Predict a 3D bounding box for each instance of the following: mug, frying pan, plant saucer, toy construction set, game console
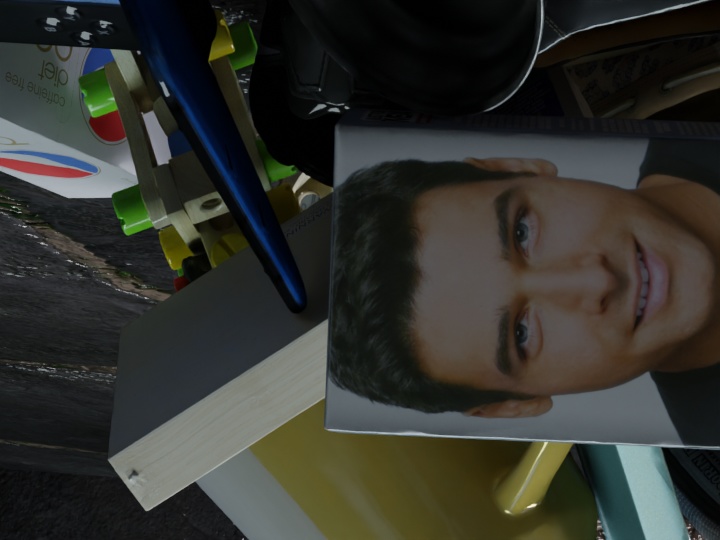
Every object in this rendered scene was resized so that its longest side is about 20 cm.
[{"bbox_3d":[0.015,0.078,1.098,0.149,0.153,0.187,-34,165,-3],"label":"mug"},{"bbox_3d":[0.019,-0.127,0.817,0.115,0.031,0.190,35,140,22],"label":"frying pan"},{"bbox_3d":[0.093,0.052,1.062,0.019,0.200,0.070,-27,-146,-8],"label":"plant saucer"},{"bbox_3d":[-0.055,-0.040,1.142,0.092,0.131,0.200,-25,163,15],"label":"toy construction set"},{"bbox_3d":[-0.108,-0.077,0.890,0.170,0.119,0.200,4,159,13],"label":"game console"}]

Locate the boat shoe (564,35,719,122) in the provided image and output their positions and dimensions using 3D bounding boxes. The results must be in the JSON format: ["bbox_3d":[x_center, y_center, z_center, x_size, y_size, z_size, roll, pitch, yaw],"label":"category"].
[{"bbox_3d":[0.141,-0.067,1.015,0.073,0.063,0.200,15,167,-35],"label":"boat shoe"}]

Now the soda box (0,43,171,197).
[{"bbox_3d":[-0.146,-0.081,1.131,0.068,0.064,0.200,1,169,30],"label":"soda box"}]

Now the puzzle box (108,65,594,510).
[{"bbox_3d":[0.000,0.000,0.982,0.200,0.025,0.133,-32,-164,8],"label":"puzzle box"}]

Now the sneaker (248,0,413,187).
[{"bbox_3d":[-0.003,-0.072,0.992,0.071,0.098,0.200,4,171,3],"label":"sneaker"}]

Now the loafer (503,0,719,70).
[{"bbox_3d":[0.141,-0.091,0.851,0.199,0.073,0.073,3,169,17],"label":"loafer"}]

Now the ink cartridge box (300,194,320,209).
[{"bbox_3d":[0.088,-0.021,1.314,0.162,0.050,0.200,18,-164,31],"label":"ink cartridge box"}]

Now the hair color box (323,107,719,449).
[{"bbox_3d":[0.090,0.003,0.879,0.199,0.099,0.061,2,-171,4],"label":"hair color box"}]

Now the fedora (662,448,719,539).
[{"bbox_3d":[0.149,0.025,1.018,0.090,0.177,0.200,-28,174,-10],"label":"fedora"}]
